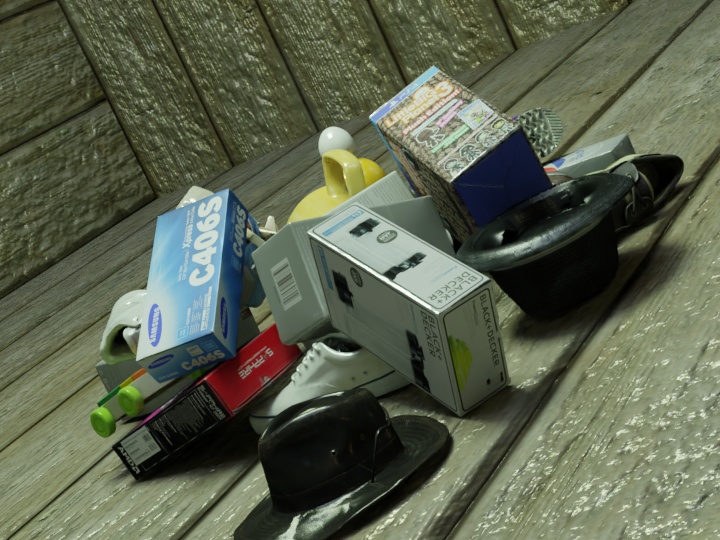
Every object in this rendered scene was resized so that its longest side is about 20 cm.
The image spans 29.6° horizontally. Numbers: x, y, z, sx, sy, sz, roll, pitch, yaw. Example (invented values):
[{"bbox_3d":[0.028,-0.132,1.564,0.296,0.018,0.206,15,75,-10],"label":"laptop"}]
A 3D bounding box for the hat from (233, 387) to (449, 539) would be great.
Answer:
[{"bbox_3d":[-0.030,0.146,1.124,0.199,0.081,0.201,-25,13,6],"label":"hat"}]

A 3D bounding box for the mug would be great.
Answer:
[{"bbox_3d":[-0.015,-0.031,1.652,0.149,0.187,0.153,-43,22,-4],"label":"mug"}]

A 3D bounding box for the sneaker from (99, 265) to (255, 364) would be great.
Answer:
[{"bbox_3d":[-0.198,0.052,1.476,0.199,0.075,0.100,-24,23,27],"label":"sneaker"}]

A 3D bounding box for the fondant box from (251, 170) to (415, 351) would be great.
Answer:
[{"bbox_3d":[0.000,0.000,1.518,0.199,0.145,0.058,-33,-4,-30],"label":"fondant box"}]

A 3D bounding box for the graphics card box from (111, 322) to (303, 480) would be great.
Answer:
[{"bbox_3d":[-0.161,0.137,1.417,0.200,0.051,0.125,-37,2,44],"label":"graphics card box"}]

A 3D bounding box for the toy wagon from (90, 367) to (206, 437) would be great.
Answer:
[{"bbox_3d":[-0.206,0.111,1.485,0.155,0.040,0.200,-33,-3,-44],"label":"toy wagon"}]

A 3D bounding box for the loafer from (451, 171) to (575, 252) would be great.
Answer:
[{"bbox_3d":[0.170,-0.045,1.581,0.199,0.073,0.071,-27,21,20],"label":"loafer"}]

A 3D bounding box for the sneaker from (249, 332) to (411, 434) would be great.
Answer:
[{"bbox_3d":[-0.030,0.100,1.347,0.199,0.071,0.073,-25,12,18],"label":"sneaker"}]

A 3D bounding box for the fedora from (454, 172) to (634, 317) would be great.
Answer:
[{"bbox_3d":[0.191,-0.017,1.322,0.199,0.092,0.201,-25,12,5],"label":"fedora"}]

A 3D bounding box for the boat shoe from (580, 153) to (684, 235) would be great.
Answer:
[{"bbox_3d":[0.284,-0.085,1.466,0.065,0.074,0.200,-22,11,44],"label":"boat shoe"}]

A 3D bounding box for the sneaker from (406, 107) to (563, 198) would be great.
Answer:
[{"bbox_3d":[0.153,-0.135,1.667,0.198,0.070,0.100,-23,5,6],"label":"sneaker"}]

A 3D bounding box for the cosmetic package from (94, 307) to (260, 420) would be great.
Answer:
[{"bbox_3d":[-0.218,0.112,1.674,0.199,0.091,0.107,-13,15,41],"label":"cosmetic package"}]

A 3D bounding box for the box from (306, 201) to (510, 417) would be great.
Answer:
[{"bbox_3d":[0.041,0.030,1.213,0.060,0.117,0.200,-31,38,-23],"label":"box"}]

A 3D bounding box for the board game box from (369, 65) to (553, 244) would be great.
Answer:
[{"bbox_3d":[0.121,-0.106,1.488,0.097,0.160,0.200,-38,35,-4],"label":"board game box"}]

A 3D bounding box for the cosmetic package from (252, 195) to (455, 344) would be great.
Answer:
[{"bbox_3d":[0.001,-0.003,1.412,0.199,0.108,0.090,-10,-17,-41],"label":"cosmetic package"}]

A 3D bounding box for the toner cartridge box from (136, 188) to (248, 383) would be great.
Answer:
[{"bbox_3d":[-0.170,0.013,1.402,0.094,0.043,0.201,-21,43,21],"label":"toner cartridge box"}]

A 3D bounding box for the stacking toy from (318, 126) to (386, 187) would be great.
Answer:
[{"bbox_3d":[0.002,-0.099,1.819,0.145,0.201,0.146,-25,12,6],"label":"stacking toy"}]

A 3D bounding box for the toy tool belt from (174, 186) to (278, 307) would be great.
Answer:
[{"bbox_3d":[-0.139,-0.009,1.579,0.122,0.200,0.126,16,70,21],"label":"toy tool belt"}]

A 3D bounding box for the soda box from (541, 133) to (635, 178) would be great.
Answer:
[{"bbox_3d":[0.235,-0.095,1.625,0.199,0.069,0.063,-17,15,35],"label":"soda box"}]
